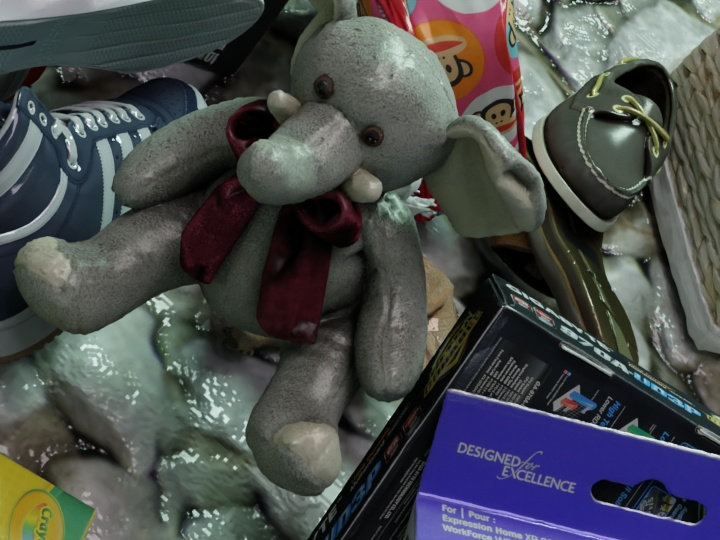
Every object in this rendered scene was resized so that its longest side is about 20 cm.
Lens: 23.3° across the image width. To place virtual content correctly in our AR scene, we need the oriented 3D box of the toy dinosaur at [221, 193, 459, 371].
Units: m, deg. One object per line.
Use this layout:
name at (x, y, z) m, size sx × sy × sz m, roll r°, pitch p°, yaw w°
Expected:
toy dinosaur at (0.000, 0.000, 0.884) m, size 0.200 × 0.086 × 0.136 m, roll 46°, pitch 42°, yaw 2°

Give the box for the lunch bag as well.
lunch bag at (0.037, -0.132, 0.968) m, size 0.081 × 0.177 × 0.201 m, roll -14°, pitch 53°, yaw -2°

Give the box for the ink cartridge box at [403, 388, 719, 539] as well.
ink cartridge box at (0.101, 0.168, 0.729) m, size 0.197 × 0.201 × 0.043 m, roll 14°, pitch 14°, yaw -9°

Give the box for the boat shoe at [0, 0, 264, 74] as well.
boat shoe at (-0.134, -0.135, 0.811) m, size 0.199 × 0.074 × 0.067 m, roll -11°, pitch 70°, yaw -43°

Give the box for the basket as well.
basket at (0.305, -0.056, 1.099) m, size 0.197 × 0.161 × 0.201 m, roll 12°, pitch 50°, yaw -28°

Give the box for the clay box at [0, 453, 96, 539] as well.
clay box at (-0.192, 0.110, 0.685) m, size 0.199 × 0.048 × 0.115 m, roll 31°, pitch 45°, yaw -11°

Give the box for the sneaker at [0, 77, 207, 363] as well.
sneaker at (-0.138, -0.060, 0.807) m, size 0.200 × 0.070 × 0.109 m, roll -58°, pitch 138°, yaw -44°

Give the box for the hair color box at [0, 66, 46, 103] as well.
hair color box at (-0.245, -0.156, 0.842) m, size 0.200 × 0.061 × 0.102 m, roll 42°, pitch 43°, yaw -1°

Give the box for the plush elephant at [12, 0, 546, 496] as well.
plush elephant at (-0.017, -0.036, 0.722) m, size 0.164 × 0.155 × 0.200 m, roll 39°, pitch 54°, yaw 14°

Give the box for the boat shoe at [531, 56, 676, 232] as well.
boat shoe at (0.150, -0.082, 1.030) m, size 0.072 × 0.060 × 0.201 m, roll 50°, pitch 22°, yaw -8°

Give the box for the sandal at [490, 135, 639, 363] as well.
sandal at (0.105, -0.008, 0.987) m, size 0.082 × 0.054 × 0.201 m, roll 38°, pitch 27°, yaw -41°

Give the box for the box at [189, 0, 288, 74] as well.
box at (-0.056, -0.236, 0.971) m, size 0.043 × 0.160 × 0.201 m, roll 16°, pitch 49°, yaw -25°

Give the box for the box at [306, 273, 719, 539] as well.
box at (0.068, 0.127, 0.759) m, size 0.158 × 0.201 × 0.046 m, roll 31°, pitch 12°, yaw -12°
